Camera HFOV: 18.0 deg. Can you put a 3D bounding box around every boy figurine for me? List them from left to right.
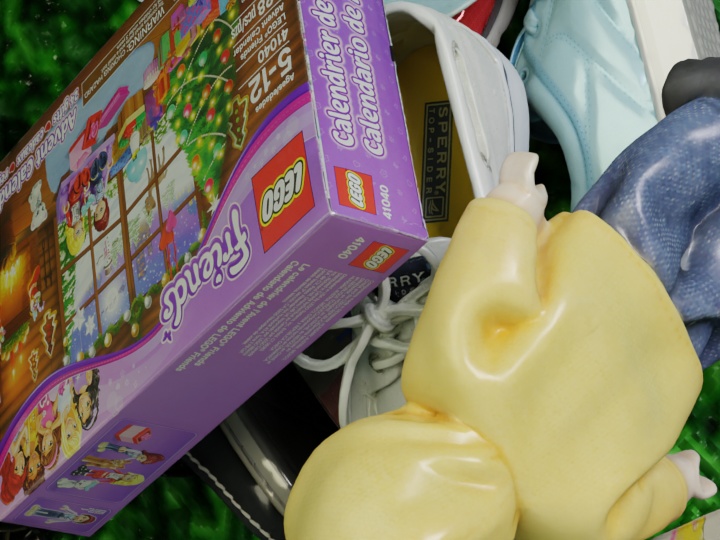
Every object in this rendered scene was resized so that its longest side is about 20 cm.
[{"bbox_3d":[0.060,0.032,0.662,0.200,0.125,0.064,-45,25,-16],"label":"boy figurine"}]

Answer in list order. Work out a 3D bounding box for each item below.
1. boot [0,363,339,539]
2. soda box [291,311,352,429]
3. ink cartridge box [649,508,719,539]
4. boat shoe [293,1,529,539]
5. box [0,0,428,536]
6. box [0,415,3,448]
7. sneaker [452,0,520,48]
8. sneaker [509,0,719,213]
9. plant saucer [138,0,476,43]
[{"bbox_3d":[-0.098,0.074,0.840,0.154,0.073,0.204,-50,51,9],"label":"boot"},{"bbox_3d":[0.000,0.000,0.813,0.070,0.063,0.200,-42,62,10],"label":"soda box"},{"bbox_3d":[0.135,0.125,0.656,0.200,0.067,0.118,-34,60,50],"label":"ink cartridge box"},{"bbox_3d":[0.019,0.009,0.715,0.074,0.086,0.204,-6,73,25],"label":"boat shoe"},{"bbox_3d":[-0.059,-0.020,0.735,0.200,0.039,0.138,-42,46,40],"label":"box"},{"bbox_3d":[-0.215,0.026,0.858,0.163,0.086,0.201,-39,40,23],"label":"box"},{"bbox_3d":[0.015,-0.165,0.837,0.076,0.085,0.202,-6,74,27],"label":"sneaker"},{"bbox_3d":[0.079,-0.086,0.789,0.081,0.074,0.202,-18,68,19],"label":"sneaker"},{"bbox_3d":[-0.017,-0.175,0.783,0.199,0.039,0.203,0,94,3],"label":"plant saucer"}]
